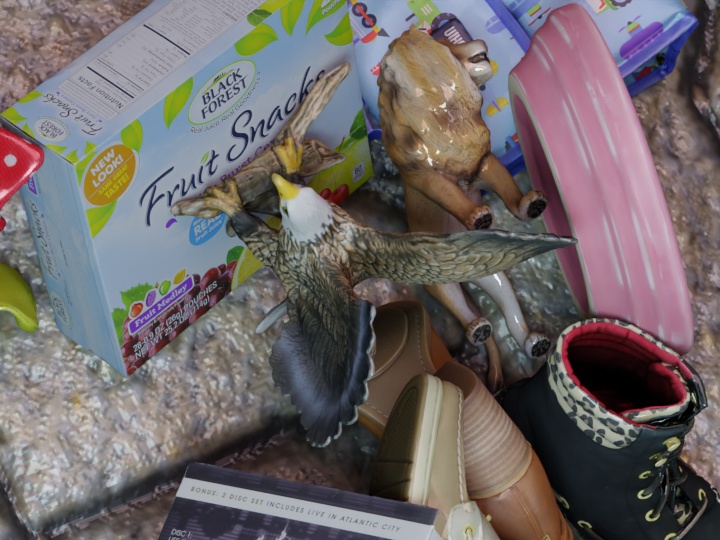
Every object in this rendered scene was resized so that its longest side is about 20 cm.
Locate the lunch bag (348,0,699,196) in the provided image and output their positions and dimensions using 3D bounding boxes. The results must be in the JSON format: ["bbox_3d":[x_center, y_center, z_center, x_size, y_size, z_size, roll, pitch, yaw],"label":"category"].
[{"bbox_3d":[0.072,-0.136,1.765,0.200,0.094,0.151,-36,80,-13],"label":"lunch bag"}]

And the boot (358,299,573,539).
[{"bbox_3d":[0.054,0.104,1.635,0.077,0.200,0.156,-38,116,-14],"label":"boot"}]

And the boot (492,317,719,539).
[{"bbox_3d":[0.163,0.113,1.625,0.203,0.154,0.074,35,64,2],"label":"boot"}]

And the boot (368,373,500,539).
[{"bbox_3d":[0.083,0.156,1.498,0.154,0.072,0.201,5,78,-13],"label":"boot"}]

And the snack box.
[{"bbox_3d":[-0.090,-0.067,1.630,0.068,0.169,0.200,31,57,32],"label":"snack box"}]

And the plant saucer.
[{"bbox_3d":[0.126,-0.043,1.628,0.051,0.201,0.201,-18,71,-1],"label":"plant saucer"}]

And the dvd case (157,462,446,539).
[{"bbox_3d":[-0.056,0.194,1.438,0.148,0.016,0.201,8,65,31],"label":"dvd case"}]

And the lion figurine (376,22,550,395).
[{"bbox_3d":[0.051,-0.032,1.673,0.072,0.201,0.122,-20,45,-27],"label":"lion figurine"}]

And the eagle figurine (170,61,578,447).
[{"bbox_3d":[-0.004,-0.002,1.547,0.200,0.152,0.151,38,22,34],"label":"eagle figurine"}]

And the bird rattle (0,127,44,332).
[{"bbox_3d":[-0.249,-0.028,1.572,0.163,0.200,0.113,31,59,28],"label":"bird rattle"}]
